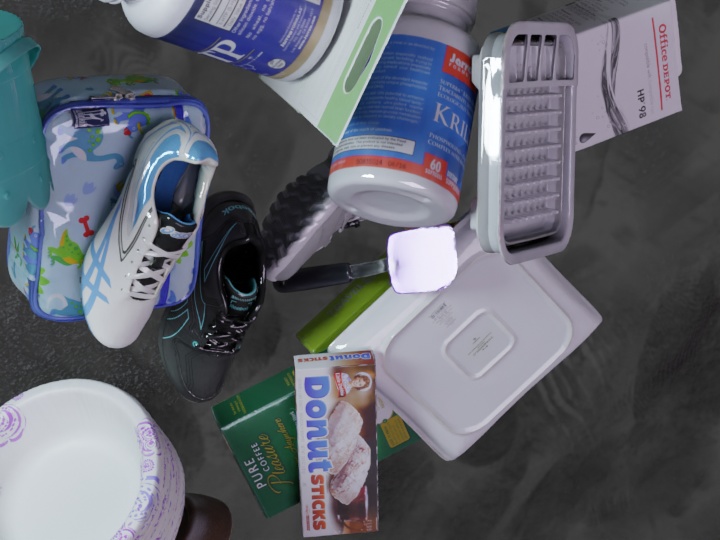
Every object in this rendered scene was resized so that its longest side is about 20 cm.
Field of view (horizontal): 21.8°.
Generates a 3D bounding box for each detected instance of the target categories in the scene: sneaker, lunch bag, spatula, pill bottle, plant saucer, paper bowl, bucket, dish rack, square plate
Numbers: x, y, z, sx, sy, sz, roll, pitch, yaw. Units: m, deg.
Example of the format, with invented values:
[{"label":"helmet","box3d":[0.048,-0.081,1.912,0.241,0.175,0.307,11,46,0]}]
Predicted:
[{"label":"sneaker","box3d":[-0.128,0.033,1.643,0.075,0.079,0.201,-1,115,-27]},{"label":"sneaker","box3d":[-0.010,-0.061,1.659,0.200,0.075,0.082,-47,124,-1]},{"label":"lunch bag","box3d":[-0.206,-0.062,1.555,0.160,0.082,0.201,-4,116,-29]},{"label":"spatula","box3d":[0.000,0.000,1.644,0.021,0.199,0.057,-1,83,-51]},{"label":"pill bottle","box3d":[0.043,-0.147,1.573,0.112,0.112,0.201,22,70,-34]},{"label":"plant saucer","box3d":[-0.202,0.263,1.648,0.200,0.200,0.032,-38,113,-6]},{"label":"paper bowl","box3d":[-0.245,0.202,1.591,0.200,0.201,0.104,-37,144,-6]},{"label":"bucket","box3d":[-0.330,-0.113,1.396,0.206,0.207,0.136,-12,114,-22]},{"label":"sneaker","box3d":[-0.170,-0.023,1.500,0.072,0.072,0.201,9,112,-35]},{"label":"dish rack","box3d":[0.137,-0.111,1.593,0.171,0.043,0.201,-14,105,-63]},{"label":"square plate","box3d":[0.101,0.062,1.682,0.200,0.028,0.198,-43,126,4]},{"label":"pill bottle","box3d":[-0.124,-0.234,1.488,0.199,0.120,0.120,16,106,-32]}]

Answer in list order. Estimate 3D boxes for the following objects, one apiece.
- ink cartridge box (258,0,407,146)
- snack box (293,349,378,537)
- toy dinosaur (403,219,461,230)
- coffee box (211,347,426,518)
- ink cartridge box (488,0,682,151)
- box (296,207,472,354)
[{"label":"ink cartridge box","box3d":[-0.007,-0.188,1.522,0.048,0.200,0.146,19,104,-30]},{"label":"snack box","box3d":[-0.021,0.157,1.677,0.071,0.024,0.201,-4,126,-4]},{"label":"toy dinosaur","box3d":[0.064,-0.017,1.661,0.106,0.060,0.201,-35,130,-16]},{"label":"coffee box","box3d":[-0.025,0.132,1.716,0.199,0.044,0.123,-28,126,-3]},{"label":"ink cartridge box","box3d":[0.226,-0.189,1.725,0.199,0.067,0.116,-22,121,-16]},{"label":"box","box3d":[0.051,0.037,1.756,0.200,0.048,0.122,-42,126,-3]}]
